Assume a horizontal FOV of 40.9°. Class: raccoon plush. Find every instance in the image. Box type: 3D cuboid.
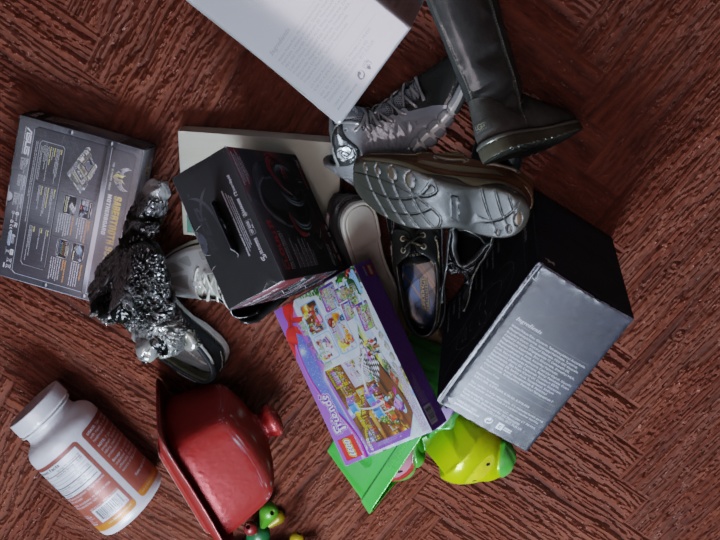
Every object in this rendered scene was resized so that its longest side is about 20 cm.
[{"bbox_3d":[-0.227,0.011,1.141,0.133,0.096,0.202,27,95,-41],"label":"raccoon plush"}]

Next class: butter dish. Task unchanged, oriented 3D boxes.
[{"bbox_3d":[-0.168,0.225,1.245,0.146,0.200,0.202,-27,109,-5],"label":"butter dish"}]

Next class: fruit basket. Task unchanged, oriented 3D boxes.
[{"bbox_3d":[0.091,0.205,1.177,0.212,0.155,0.220,7,107,23],"label":"fruit basket"}]

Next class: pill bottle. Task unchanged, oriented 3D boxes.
[{"bbox_3d":[-0.374,0.251,1.310,0.112,0.113,0.201,-35,105,22],"label":"pill bottle"}]

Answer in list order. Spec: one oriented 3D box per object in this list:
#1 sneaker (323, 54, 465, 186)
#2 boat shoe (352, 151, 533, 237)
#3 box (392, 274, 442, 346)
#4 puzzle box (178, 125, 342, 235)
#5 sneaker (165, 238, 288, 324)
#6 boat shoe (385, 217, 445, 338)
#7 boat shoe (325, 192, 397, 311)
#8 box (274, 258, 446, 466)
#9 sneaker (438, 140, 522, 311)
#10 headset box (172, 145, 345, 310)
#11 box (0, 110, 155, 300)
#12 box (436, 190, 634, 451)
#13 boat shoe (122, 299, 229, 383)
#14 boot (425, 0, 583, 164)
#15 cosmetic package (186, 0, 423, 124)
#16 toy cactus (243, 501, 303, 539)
[{"bbox_3d":[0.027,-0.171,1.051,0.114,0.076,0.201,26,118,-24],"label":"sneaker"},{"bbox_3d":[0.090,-0.089,1.029,0.197,0.074,0.077,16,131,19],"label":"boat shoe"},{"bbox_3d":[0.035,0.115,1.228,0.162,0.021,0.202,-23,109,18],"label":"box"},{"bbox_3d":[-0.119,-0.100,1.151,0.196,0.026,0.135,6,116,7],"label":"puzzle box"},{"bbox_3d":[-0.168,0.012,1.161,0.197,0.116,0.077,-6,114,12],"label":"sneaker"},{"bbox_3d":[0.067,-0.019,1.126,0.067,0.057,0.204,-8,102,10],"label":"boat shoe"},{"bbox_3d":[0.000,0.000,1.146,0.066,0.057,0.203,-20,120,-21],"label":"boat shoe"},{"bbox_3d":[-0.003,0.107,1.100,0.136,0.039,0.202,-28,86,35],"label":"box"},{"bbox_3d":[0.134,-0.065,1.081,0.059,0.105,0.202,18,117,0],"label":"sneaker"},{"bbox_3d":[-0.107,-0.046,1.026,0.074,0.200,0.151,-26,84,19],"label":"headset box"},{"bbox_3d":[-0.345,-0.074,1.167,0.156,0.048,0.203,14,104,1],"label":"box"},{"bbox_3d":[0.187,0.050,1.073,0.123,0.201,0.198,28,117,-7],"label":"box"},{"bbox_3d":[-0.258,0.070,1.233,0.198,0.061,0.076,32,118,-6],"label":"boat shoe"},{"bbox_3d":[0.148,-0.222,1.015,0.072,0.181,0.203,-27,81,39],"label":"boot"},{"bbox_3d":[-0.048,-0.280,0.957,0.199,0.200,0.123,36,116,-9],"label":"cosmetic package"},{"bbox_3d":[-0.137,0.422,1.371,0.162,0.103,0.202,-5,123,22],"label":"toy cactus"}]
